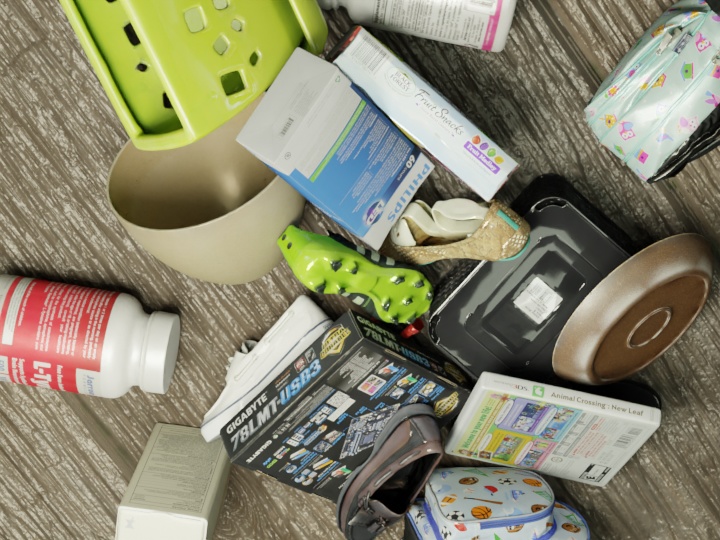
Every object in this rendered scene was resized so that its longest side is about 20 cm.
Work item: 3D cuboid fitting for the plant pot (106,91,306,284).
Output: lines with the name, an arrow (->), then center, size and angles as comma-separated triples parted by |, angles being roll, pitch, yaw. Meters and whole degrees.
plant pot -> -0.135, -0.064, 1.461 | 0.199, 0.201, 0.135 | -14, 132, 9

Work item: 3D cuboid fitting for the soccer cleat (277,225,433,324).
soccer cleat -> 0.000, 0.000, 1.449 | 0.200, 0.081, 0.068 | 22, 111, -49

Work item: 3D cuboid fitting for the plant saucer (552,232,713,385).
plant saucer -> 0.278, 0.048, 1.457 | 0.200, 0.200, 0.032 | -48, 58, 17

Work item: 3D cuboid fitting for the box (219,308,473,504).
box -> -0.011, 0.150, 1.528 | 0.200, 0.050, 0.198 | -44, 137, 17

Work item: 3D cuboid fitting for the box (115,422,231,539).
box -> -0.194, 0.241, 1.546 | 0.094, 0.200, 0.078 | 9, 109, 2

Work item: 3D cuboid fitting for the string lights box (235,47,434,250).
string lights box -> -0.019, -0.108, 1.362 | 0.059, 0.200, 0.103 | 32, 86, 36

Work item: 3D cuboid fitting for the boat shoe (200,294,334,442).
boat shoe -> -0.107, 0.104, 1.570 | 0.200, 0.074, 0.065 | -42, 80, 17

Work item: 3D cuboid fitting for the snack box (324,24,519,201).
snack box -> 0.056, -0.155, 1.422 | 0.200, 0.142, 0.053 | 40, 97, -8

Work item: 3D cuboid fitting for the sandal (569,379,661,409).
sandal -> 0.222, 0.160, 1.566 | 0.199, 0.043, 0.077 | -4, 108, 6

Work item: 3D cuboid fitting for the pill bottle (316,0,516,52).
pill bottle -> 0.050, -0.282, 1.398 | 0.199, 0.113, 0.114 | 12, 109, 1

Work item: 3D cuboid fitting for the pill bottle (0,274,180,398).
pill bottle -> -0.296, 0.073, 1.545 | 0.199, 0.112, 0.113 | 9, 109, 2

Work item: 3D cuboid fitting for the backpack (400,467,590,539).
backpack -> 0.147, 0.292, 1.553 | 0.189, 0.200, 0.155 | 4, 111, -10

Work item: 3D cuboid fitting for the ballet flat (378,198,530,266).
ballet flat -> 0.081, -0.044, 1.454 | 0.199, 0.071, 0.065 | -6, 135, 45

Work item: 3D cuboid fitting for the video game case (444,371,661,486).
video game case -> 0.192, 0.166, 1.510 | 0.181, 0.022, 0.200 | 12, 154, -2

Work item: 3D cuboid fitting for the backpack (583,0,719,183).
backpack -> 0.313, -0.181, 1.399 | 0.127, 0.167, 0.200 | 46, 110, 10

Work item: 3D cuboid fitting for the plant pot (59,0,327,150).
plant pot -> -0.154, -0.242, 1.374 | 0.181, 0.200, 0.200 | -32, 105, -21

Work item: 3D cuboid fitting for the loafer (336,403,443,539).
loafer -> 0.031, 0.229, 1.546 | 0.071, 0.063, 0.201 | 3, 129, -31

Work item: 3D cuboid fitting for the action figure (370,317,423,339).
action figure -> -0.015, 0.111, 1.568 | 0.065, 0.052, 0.200 | 42, 110, -4

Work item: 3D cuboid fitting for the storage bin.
storage bin -> 0.175, 0.019, 1.498 | 0.135, 0.094, 0.200 | 40, 108, -8
